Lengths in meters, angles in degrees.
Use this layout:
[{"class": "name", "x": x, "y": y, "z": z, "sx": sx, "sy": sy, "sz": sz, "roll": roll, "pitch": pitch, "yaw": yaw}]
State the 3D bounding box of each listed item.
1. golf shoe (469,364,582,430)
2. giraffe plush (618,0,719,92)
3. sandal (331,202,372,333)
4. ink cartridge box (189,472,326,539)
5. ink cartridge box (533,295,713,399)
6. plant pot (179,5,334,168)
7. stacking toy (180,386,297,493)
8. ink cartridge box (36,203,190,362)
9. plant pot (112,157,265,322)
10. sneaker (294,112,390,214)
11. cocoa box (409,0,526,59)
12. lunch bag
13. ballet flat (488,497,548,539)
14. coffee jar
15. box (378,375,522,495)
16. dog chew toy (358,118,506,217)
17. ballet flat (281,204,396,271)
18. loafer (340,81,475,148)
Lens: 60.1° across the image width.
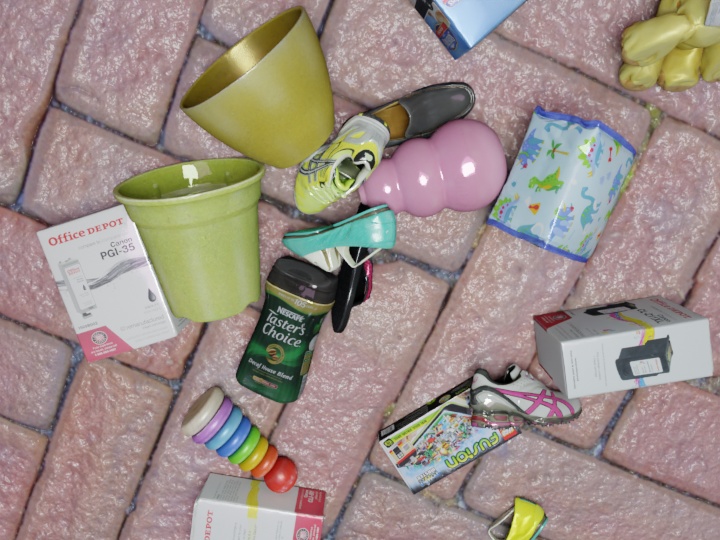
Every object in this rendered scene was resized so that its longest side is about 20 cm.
[{"class": "golf shoe", "x": 0.252, "y": 0.186, "z": 0.926, "sx": 0.198, "sy": 0.072, "sz": 0.093, "roll": 5, "pitch": 80, "yaw": -27}, {"class": "giraffe plush", "x": 0.418, "y": -0.350, "z": 0.798, "sx": 0.170, "sy": 0.200, "sz": 0.164, "roll": 0, "pitch": 73, "yaw": 4}, {"class": "sandal", "x": 0.000, "y": 0.000, "z": 0.908, "sx": 0.045, "sy": 0.075, "sz": 0.202, "roll": 13, "pitch": 99, "yaw": -21}, {"class": "ink cartridge box", "x": -0.163, "y": 0.419, "z": 0.989, "sx": 0.197, "sy": 0.083, "sz": 0.147, "roll": 10, "pitch": 102, "yaw": -2}, {"class": "ink cartridge box", "x": 0.366, "y": 0.104, "z": 0.888, "sx": 0.197, "sy": 0.146, "sz": 0.084, "roll": -10, "pitch": 100, "yaw": 2}, {"class": "plant pot", "x": -0.113, "y": -0.221, "z": 0.815, "sx": 0.199, "sy": 0.201, "sz": 0.142, "roll": -36, "pitch": 121, "yaw": 8}, {"class": "stacking toy", "x": -0.179, "y": 0.275, "z": 0.968, "sx": 0.085, "sy": 0.085, "sz": 0.200, "roll": -43, "pitch": 105, "yaw": 9}, {"class": "ink cartridge box", "x": -0.354, "y": 0.011, "z": 0.904, "sx": 0.145, "sy": 0.083, "sz": 0.202, "roll": -16, "pitch": 102, "yaw": 4}, {"class": "plant pot", "x": -0.215, "y": -0.039, "z": 0.851, "sx": 0.198, "sy": 0.201, "sz": 0.186, "roll": -5, "pitch": 113, "yaw": 2}, {"class": "sneaker", "x": -0.039, "y": -0.129, "z": 0.835, "sx": 0.075, "sy": 0.077, "sz": 0.200, "roll": 29, "pitch": 141, "yaw": -17}, {"class": "cocoa box", "x": 0.166, "y": -0.390, "z": 0.790, "sx": 0.200, "sy": 0.133, "sz": 0.131, "roll": -40, "pitch": 100, "yaw": 8}, {"class": "lunch bag", "x": 0.288, "y": -0.106, "z": 0.845, "sx": 0.199, "sy": 0.127, "sz": 0.172, "roll": 12, "pitch": 105, "yaw": -42}, {"class": "ballet flat", "x": 0.228, "y": 0.457, "z": 1.012, "sx": 0.067, "sy": 0.067, "sz": 0.201, "roll": 32, "pitch": 98, "yaw": 15}, {"class": "coffee jar", "x": -0.106, "y": 0.084, "z": 0.914, "sx": 0.103, "sy": 0.085, "sz": 0.202, "roll": 21, "pitch": 101, "yaw": 10}, {"class": "box", "x": 0.139, "y": 0.254, "z": 0.977, "sx": 0.199, "sy": 0.035, "sz": 0.111, "roll": -32, "pitch": 100, "yaw": 7}, {"class": "dog chew toy", "x": 0.094, "y": -0.129, "z": 0.848, "sx": 0.198, "sy": 0.125, "sz": 0.126, "roll": -15, "pitch": 102, "yaw": 2}, {"class": "ballet flat", "x": -0.032, "y": -0.035, "z": 0.858, "sx": 0.199, "sy": 0.067, "sz": 0.071, "roll": -12, "pitch": 93, "yaw": 39}, {"class": "loafer", "x": 0.068, "y": -0.208, "z": 0.860, "sx": 0.198, "sy": 0.072, "sz": 0.073, "roll": -22, "pitch": 100, "yaw": 4}]
